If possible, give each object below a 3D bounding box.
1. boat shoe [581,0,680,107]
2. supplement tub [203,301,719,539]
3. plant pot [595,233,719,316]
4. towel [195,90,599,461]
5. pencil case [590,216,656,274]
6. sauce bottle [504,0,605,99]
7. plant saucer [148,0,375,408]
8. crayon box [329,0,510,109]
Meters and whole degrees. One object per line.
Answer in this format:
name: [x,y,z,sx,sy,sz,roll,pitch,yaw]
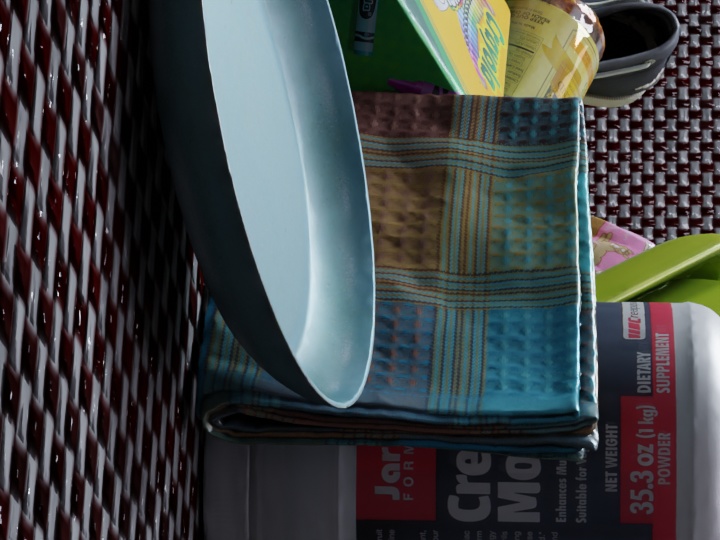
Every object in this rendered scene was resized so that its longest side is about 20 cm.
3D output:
boat shoe: [0.073,-0.130,1.347,0.063,0.200,0.073,140,-48,-62]
supplement tub: [0.045,0.081,1.015,0.140,0.200,0.140,0,90,-85]
plant pot: [0.149,0.108,1.281,0.181,0.200,0.199,45,-36,30]
towel: [0.017,-0.006,0.990,0.200,0.147,0.022,-85,177,-49]
pencil case: [0.103,0.066,1.434,0.200,0.087,0.083,-53,178,-23]
sauce bottle: [0.056,-0.051,1.241,0.066,0.066,0.200,84,29,-55]
plant saucer: [-0.034,-0.050,0.880,0.200,0.027,0.200,-11,90,-78]
crayon box: [0.012,-0.121,1.157,0.119,0.058,0.200,57,16,-18]
